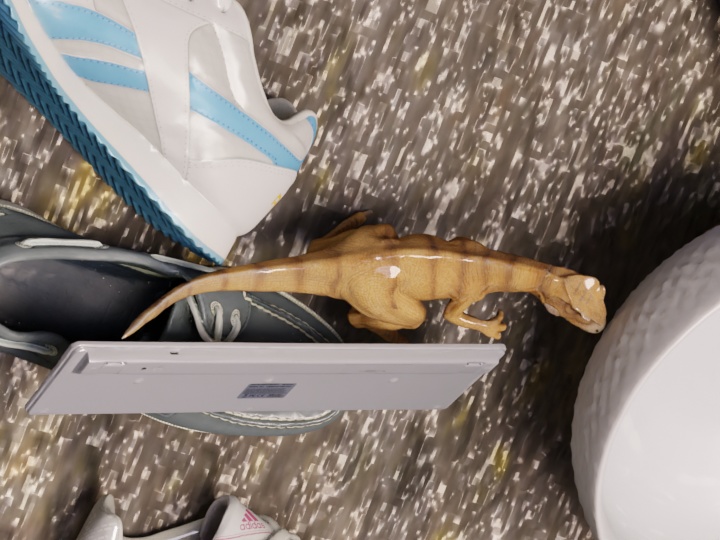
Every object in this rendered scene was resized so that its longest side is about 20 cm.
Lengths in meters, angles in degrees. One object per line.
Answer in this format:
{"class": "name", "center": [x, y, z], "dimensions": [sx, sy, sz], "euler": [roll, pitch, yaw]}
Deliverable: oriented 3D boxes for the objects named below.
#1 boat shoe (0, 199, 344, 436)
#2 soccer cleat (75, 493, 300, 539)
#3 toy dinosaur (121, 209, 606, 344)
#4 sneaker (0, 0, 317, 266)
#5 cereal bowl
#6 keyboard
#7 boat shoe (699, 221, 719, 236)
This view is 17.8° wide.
{"class": "boat shoe", "center": [-0.083, 0.028, 0.946], "dimensions": [0.199, 0.062, 0.073], "euler": [23, 95, -26]}
{"class": "soccer cleat", "center": [-0.035, 0.145, 0.995], "dimensions": [0.198, 0.070, 0.087], "euler": [10, 102, -23]}
{"class": "toy dinosaur", "center": [0.000, 0.000, 0.941], "dimensions": [0.198, 0.106, 0.061], "euler": [-2, 85, -7]}
{"class": "sneaker", "center": [-0.097, -0.095, 0.904], "dimensions": [0.081, 0.076, 0.200], "euler": [-47, 122, -11]}
{"class": "cereal bowl", "center": [0.178, 0.051, 0.980], "dimensions": [0.198, 0.084, 0.202], "euler": [-8, 125, -12]}
{"class": "keyboard", "center": [-0.035, 0.044, 0.933], "dimensions": [0.198, 0.056, 0.011], "euler": [2, 65, -31]}
{"class": "boat shoe", "center": [0.237, -0.008, 1.052], "dimensions": [0.199, 0.071, 0.070], "euler": [-20, 110, -16]}
